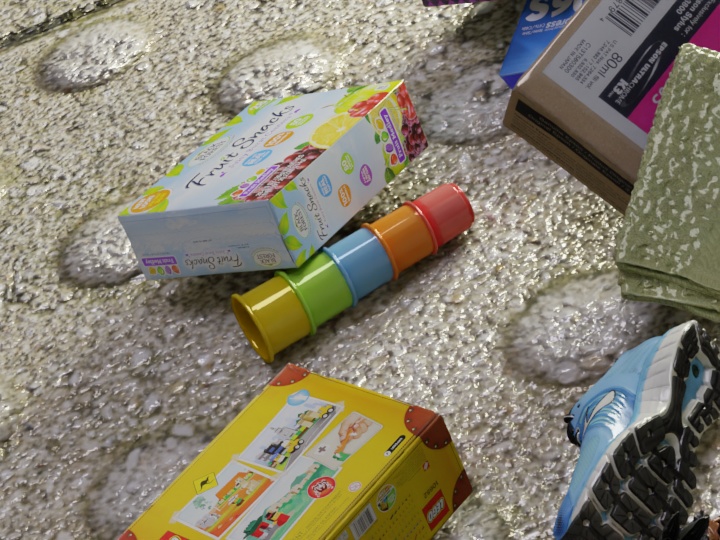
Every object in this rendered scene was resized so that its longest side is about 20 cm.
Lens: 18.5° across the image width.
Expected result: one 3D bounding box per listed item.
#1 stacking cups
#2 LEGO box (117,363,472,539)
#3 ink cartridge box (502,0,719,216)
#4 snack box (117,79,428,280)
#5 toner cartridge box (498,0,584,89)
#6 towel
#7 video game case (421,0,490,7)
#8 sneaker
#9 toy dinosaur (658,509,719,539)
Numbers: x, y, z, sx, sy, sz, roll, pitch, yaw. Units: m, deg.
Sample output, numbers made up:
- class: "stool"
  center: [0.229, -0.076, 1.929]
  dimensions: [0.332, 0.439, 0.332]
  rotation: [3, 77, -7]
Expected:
- class: "stacking cups"
  center: [0.000, 0.000, 1.704]
  dimensions: [0.199, 0.061, 0.060]
  rotation: [-28, 36, -15]
- class: "LEGO box"
  center: [-0.048, 0.168, 1.472]
  dimensions: [0.149, 0.077, 0.200]
  rotation: [16, 50, 43]
- class: "ink cartridge box"
  center: [0.230, -0.145, 1.644]
  dimensions: [0.164, 0.075, 0.200]
  rotation: [36, 73, 9]
- class: "snack box"
  center: [-0.069, -0.072, 1.771]
  dimensions: [0.168, 0.068, 0.200]
  rotation: [-4, 27, 41]
- class: "toner cartridge box"
  center: [0.213, -0.196, 1.793]
  dimensions: [0.199, 0.043, 0.095]
  rotation: [-7, 52, 41]
- class: "towel"
  center: [0.265, -0.058, 1.558]
  dimensions: [0.148, 0.037, 0.201]
  rotation: [15, 71, 4]
- class: "video game case"
  center: [0.171, -0.282, 1.917]
  dimensions: [0.181, 0.036, 0.200]
  rotation: [-31, 18, -27]
- class: "sneaker"
  center: [0.173, 0.121, 1.455]
  dimensions: [0.090, 0.079, 0.200]
  rotation: [-16, 28, 42]
- class: "toy dinosaur"
  center: [0.184, 0.208, 1.311]
  dimensions: [0.201, 0.102, 0.136]
  rotation: [-58, 6, -14]
